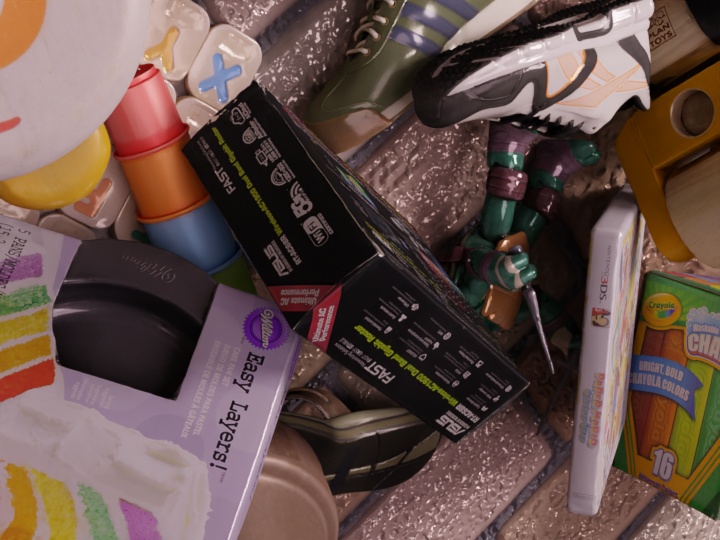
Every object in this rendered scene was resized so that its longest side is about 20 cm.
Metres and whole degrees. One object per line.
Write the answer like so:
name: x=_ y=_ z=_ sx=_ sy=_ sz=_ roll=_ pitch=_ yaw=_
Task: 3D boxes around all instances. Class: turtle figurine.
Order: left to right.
turtle figurine: x=0.101 y=0.002 z=0.921 sx=0.150 sy=0.100 sz=0.201 roll=29 pitch=72 yaw=-66

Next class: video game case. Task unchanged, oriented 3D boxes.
video game case: x=0.169 y=0.045 z=0.941 sx=0.023 sy=0.200 sz=0.183 roll=6 pitch=103 yaw=15

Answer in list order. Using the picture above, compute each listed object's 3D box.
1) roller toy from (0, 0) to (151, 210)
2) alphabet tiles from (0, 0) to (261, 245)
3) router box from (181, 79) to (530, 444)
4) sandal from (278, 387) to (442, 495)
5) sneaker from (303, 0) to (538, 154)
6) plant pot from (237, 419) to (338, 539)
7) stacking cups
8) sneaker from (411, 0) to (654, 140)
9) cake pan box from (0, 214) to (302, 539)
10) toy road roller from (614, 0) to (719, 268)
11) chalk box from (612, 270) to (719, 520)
roller toy: x=-0.198 y=-0.138 z=0.690 sx=0.199 sy=0.140 sz=0.183 roll=22 pitch=93 yaw=-18
alphabet tiles: x=-0.144 y=-0.073 z=0.815 sx=0.200 sy=0.015 sz=0.196 roll=30 pitch=87 yaw=-32
router box: x=0.000 y=0.000 z=0.798 sx=0.062 sy=0.150 sz=0.200 roll=-40 pitch=142 yaw=8
sandal: x=-0.033 y=0.110 z=0.903 sx=0.200 sy=0.057 sz=0.080 roll=4 pitch=128 yaw=-44
sneaker: x=0.027 y=-0.164 z=0.862 sx=0.200 sy=0.067 sz=0.090 roll=-41 pitch=115 yaw=-18
plant pot: x=-0.085 y=0.206 z=0.788 sx=0.199 sy=0.175 sz=0.201 roll=-15 pitch=133 yaw=-16
stacking cups: x=-0.098 y=-0.024 z=0.817 sx=0.060 sy=0.060 sz=0.201 roll=-26 pitch=111 yaw=-22
sneaker: x=0.115 y=-0.112 z=0.846 sx=0.200 sy=0.074 sz=0.080 roll=-22 pitch=109 yaw=-35
cake pan box: x=-0.140 y=0.080 z=0.731 sx=0.183 sy=0.052 sz=0.201 roll=19 pitch=61 yaw=0
toy road roller: x=0.255 y=-0.108 z=0.944 sx=0.146 sy=0.123 sz=0.201 roll=1 pitch=66 yaw=-47
chalk box: x=0.285 y=0.069 z=1.032 sx=0.123 sy=0.125 sz=0.201 roll=4 pitch=99 yaw=-31
